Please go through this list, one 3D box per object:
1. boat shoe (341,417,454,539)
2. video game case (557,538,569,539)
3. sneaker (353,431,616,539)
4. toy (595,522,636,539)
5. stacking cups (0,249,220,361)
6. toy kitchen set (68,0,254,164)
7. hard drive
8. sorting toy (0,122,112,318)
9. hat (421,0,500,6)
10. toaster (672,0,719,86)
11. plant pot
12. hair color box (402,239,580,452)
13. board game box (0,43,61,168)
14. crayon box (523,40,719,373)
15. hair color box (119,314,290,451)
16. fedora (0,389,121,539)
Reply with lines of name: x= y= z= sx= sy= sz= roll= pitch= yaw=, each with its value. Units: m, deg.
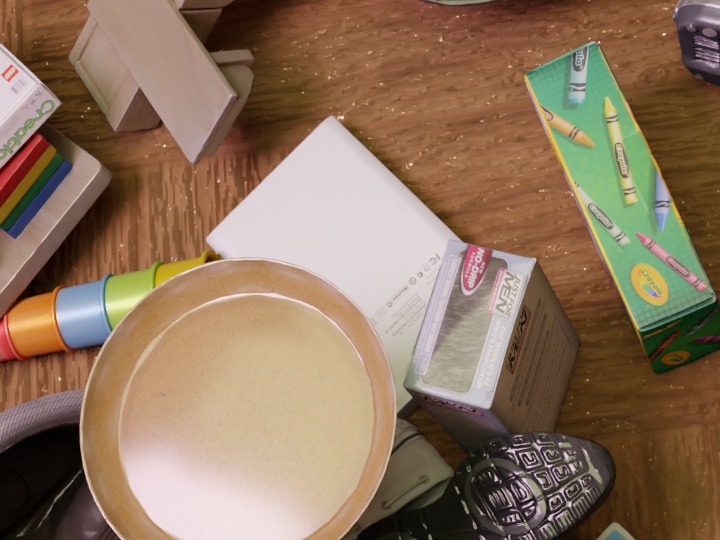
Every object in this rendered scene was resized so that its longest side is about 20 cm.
boat shoe: x=-0.016 y=0.191 z=1.343 sx=0.067 sy=0.074 sz=0.200 roll=38 pitch=85 yaw=23
video game case: x=0.137 y=0.276 z=1.271 sx=0.143 sy=0.018 sz=0.201 roll=0 pitch=76 yaw=41
sneaker: x=0.085 y=0.162 z=1.285 sx=0.200 sy=0.091 sz=0.076 roll=-30 pitch=70 yaw=27
toy: x=0.195 y=0.269 z=1.280 sx=0.115 sy=0.047 sz=0.200 roll=-45 pitch=69 yaw=-3
stacking cups: x=-0.196 y=0.032 z=1.453 sx=0.199 sy=0.061 sz=0.061 roll=-11 pitch=71 yaw=16
toy kitchen set: x=-0.078 y=-0.177 z=1.473 sx=0.163 sy=0.180 sz=0.200 roll=56 pitch=132 yaw=25
hard drive: x=0.000 y=0.000 z=1.423 sx=0.132 sy=0.027 sz=0.200 roll=-44 pitch=69 yaw=-2
sorting toy: x=-0.322 y=-0.053 z=1.472 sx=0.200 sy=0.070 sz=0.199 roll=34 pitch=83 yaw=34
hat: x=0.085 y=-0.263 z=1.449 sx=0.200 sy=0.081 sz=0.201 roll=-2 pitch=69 yaw=5
toaster: x=0.322 y=-0.183 z=1.351 sx=0.199 sy=0.114 sz=0.130 roll=19 pitch=77 yaw=20
plant pot: x=-0.073 y=0.091 z=1.198 sx=0.199 sy=0.027 sz=0.201 roll=-4 pitch=74 yaw=13
hair color box: x=0.090 y=0.060 z=1.288 sx=0.060 sy=0.200 sz=0.099 roll=14 pitch=77 yaw=18
board game box: x=-0.324 y=-0.088 z=1.427 sx=0.200 sy=0.035 sz=0.126 roll=-47 pitch=55 yaw=-2
crayon box: x=0.181 y=-0.041 z=1.340 sx=0.058 sy=0.119 sz=0.201 roll=-24 pitch=70 yaw=6
hair color box: x=-0.075 y=0.096 z=1.319 sx=0.101 sy=0.200 sz=0.061 roll=21 pitch=80 yaw=19
fedora: x=-0.232 y=0.160 z=1.384 sx=0.200 sy=0.177 sz=0.090 roll=-35 pitch=33 yaw=-19
